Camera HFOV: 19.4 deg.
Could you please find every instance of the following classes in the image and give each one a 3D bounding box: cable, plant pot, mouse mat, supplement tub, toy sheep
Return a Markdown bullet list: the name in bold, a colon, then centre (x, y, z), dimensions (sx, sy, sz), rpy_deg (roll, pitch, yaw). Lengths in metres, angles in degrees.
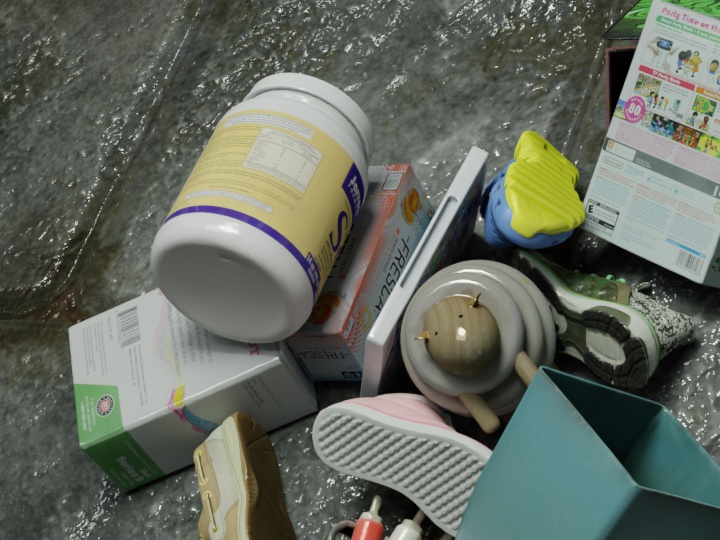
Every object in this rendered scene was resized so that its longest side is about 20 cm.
- **cable**: centre (-0.002, 0.266, 1.631), dimensions (0.096, 0.050, 0.201), rpy_deg (24, 56, 1)
- **plant pot**: centre (0.157, 0.203, 1.516), dimensions (0.201, 0.141, 0.142), rpy_deg (-58, 40, 17)
- **mouse mat**: centre (0.329, -0.238, 1.861), dimensions (0.198, 0.008, 0.161), rpy_deg (-1, 27, 33)
- **supplement tub**: centre (-0.078, -0.055, 1.789), dimensions (0.144, 0.146, 0.201), rpy_deg (0, 47, 31)
- **toy sheep**: centre (0.098, 0.057, 1.689), dimensions (0.136, 0.200, 0.139), rpy_deg (-1, 87, 11)

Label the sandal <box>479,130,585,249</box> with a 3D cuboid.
- **sandal**: centre (0.136, -0.049, 1.757), dimensions (0.087, 0.079, 0.200), rpy_deg (-50, 2, 17)

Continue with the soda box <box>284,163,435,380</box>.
- **soda box**: centre (0.000, 0.000, 1.851), dimensions (0.063, 0.069, 0.201), rpy_deg (-2, 47, 30)

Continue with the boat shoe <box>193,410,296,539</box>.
- **boat shoe**: centre (-0.099, 0.212, 1.745), dimensions (0.066, 0.074, 0.201), rpy_deg (-32, 40, 21)

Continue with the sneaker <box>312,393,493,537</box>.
- **sneaker**: centre (0.068, 0.150, 1.672), dimensions (0.199, 0.104, 0.076), rpy_deg (23, 106, 27)

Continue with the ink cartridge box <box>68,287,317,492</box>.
- **ink cartridge box**: centre (-0.149, 0.086, 1.863), dimensions (0.199, 0.088, 0.146), rpy_deg (-25, 45, 12)

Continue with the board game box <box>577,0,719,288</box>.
- **board game box**: centre (0.275, -0.104, 1.720), dimensions (0.147, 0.064, 0.202), rpy_deg (28, 104, 43)

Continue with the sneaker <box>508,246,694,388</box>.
- **sneaker**: centre (0.197, 0.032, 1.733), dimensions (0.088, 0.078, 0.200), rpy_deg (-18, 33, -29)

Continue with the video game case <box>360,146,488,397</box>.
- **video game case**: centre (0.053, 0.009, 1.776), dimensions (0.018, 0.144, 0.201), rpy_deg (25, 65, 9)

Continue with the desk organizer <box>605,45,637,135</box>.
- **desk organizer**: centre (0.304, -0.149, 1.798), dimensions (0.198, 0.077, 0.072), rpy_deg (-3, 52, 29)
